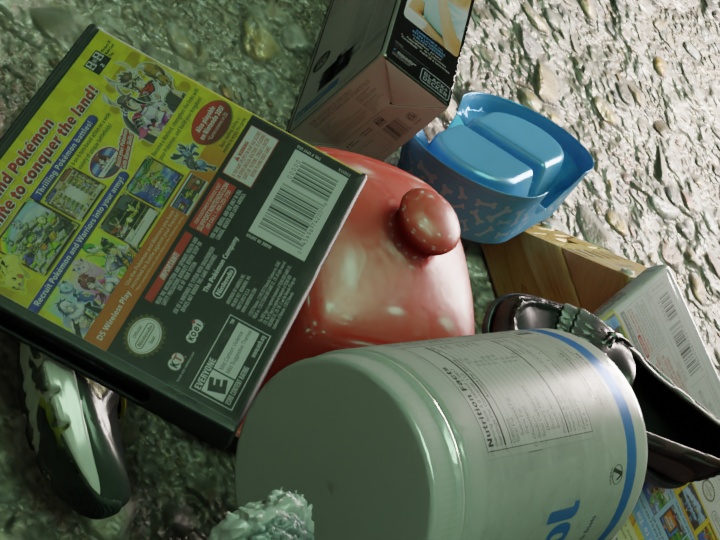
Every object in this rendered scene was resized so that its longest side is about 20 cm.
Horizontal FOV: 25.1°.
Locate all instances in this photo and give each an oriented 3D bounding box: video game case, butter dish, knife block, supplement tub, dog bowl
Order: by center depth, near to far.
[{"bbox_3d":[0.047,0.100,0.836,0.200,0.132,0.132,-4,67,-50],"label":"supplement tub"},{"bbox_3d":[-0.110,-0.024,0.861,0.180,0.026,0.200,29,49,-3],"label":"video game case"},{"bbox_3d":[0.000,0.000,0.987,0.199,0.148,0.201,16,53,-39],"label":"butter dish"},{"bbox_3d":[0.189,0.123,1.071,0.182,0.023,0.200,-34,103,-40],"label":"video game case"},{"bbox_3d":[0.094,-0.074,1.176,0.111,0.050,0.200,35,26,16],"label":"dog bowl"},{"bbox_3d":[0.153,0.071,1.178,0.064,0.176,0.200,6,15,-45],"label":"knife block"}]

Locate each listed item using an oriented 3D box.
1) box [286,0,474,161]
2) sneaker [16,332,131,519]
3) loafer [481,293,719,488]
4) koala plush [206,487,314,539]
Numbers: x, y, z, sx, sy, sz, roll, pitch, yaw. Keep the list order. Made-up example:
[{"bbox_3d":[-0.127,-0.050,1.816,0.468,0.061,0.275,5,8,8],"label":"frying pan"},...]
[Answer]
[{"bbox_3d":[0.021,-0.167,1.153,0.060,0.117,0.200,36,44,-20],"label":"box"},{"bbox_3d":[-0.140,0.031,0.859,0.084,0.075,0.201,-7,67,-23],"label":"sneaker"},{"bbox_3d":[0.161,0.071,1.000,0.200,0.063,0.072,36,61,-29],"label":"loafer"},{"bbox_3d":[-0.067,0.193,0.708,0.183,0.200,0.178,12,53,-18],"label":"koala plush"}]
